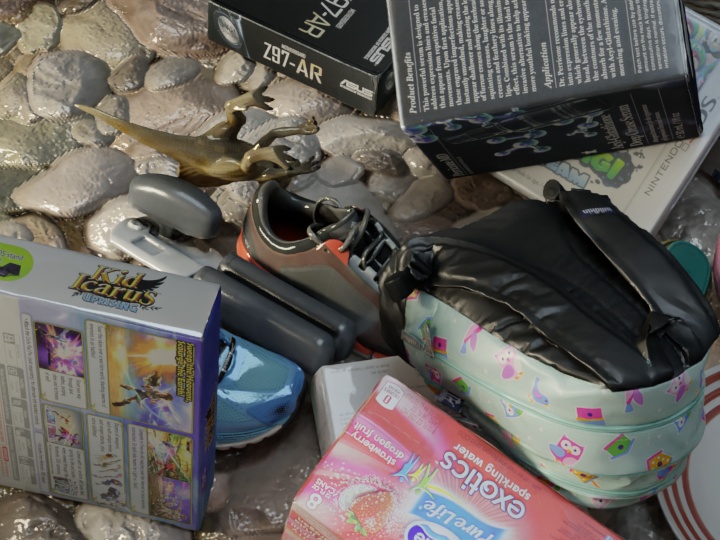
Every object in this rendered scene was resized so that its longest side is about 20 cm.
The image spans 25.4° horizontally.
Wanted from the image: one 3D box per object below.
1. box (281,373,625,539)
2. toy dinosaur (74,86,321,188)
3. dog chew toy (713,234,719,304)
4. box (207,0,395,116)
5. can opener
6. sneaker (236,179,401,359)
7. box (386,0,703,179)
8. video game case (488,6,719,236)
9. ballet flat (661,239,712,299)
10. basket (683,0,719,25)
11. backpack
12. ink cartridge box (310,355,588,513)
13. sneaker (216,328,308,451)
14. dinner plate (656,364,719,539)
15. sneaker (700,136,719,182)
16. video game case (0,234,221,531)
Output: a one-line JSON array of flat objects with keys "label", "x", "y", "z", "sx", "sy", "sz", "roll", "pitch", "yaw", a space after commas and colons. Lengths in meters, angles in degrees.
[{"label": "box", "x": 0.062, "y": 0.169, "z": 0.943, "sx": 0.199, "sy": 0.095, "sz": 0.103, "roll": 34, "pitch": 65, "yaw": 8}, {"label": "toy dinosaur", "x": -0.094, "y": -0.082, "z": 1.114, "sx": 0.199, "sy": 0.101, "sz": 0.059, "roll": 16, "pitch": 59, "yaw": -47}, {"label": "dog chew toy", "x": 0.347, "y": 0.013, "z": 1.110, "sx": 0.198, "sy": 0.125, "sz": 0.125, "roll": 19, "pitch": 50, "yaw": -14}, {"label": "box", "x": -0.008, "y": -0.231, "z": 1.313, "sx": 0.159, "sy": 0.044, "sz": 0.200, "roll": 26, "pitch": 53, "yaw": 15}, {"label": "can opener", "x": -0.089, "y": -0.003, "z": 1.100, "sx": 0.199, "sy": 0.067, "sz": 0.053, "roll": 28, "pitch": 34, "yaw": 24}, {"label": "sneaker", "x": 0.000, "y": 0.000, "z": 1.106, "sx": 0.198, "sy": 0.082, "sz": 0.077, "roll": 24, "pitch": 53, "yaw": 13}, {"label": "box", "x": 0.133, "y": -0.147, "z": 1.132, "sx": 0.198, "sy": 0.148, "sz": 0.108, "roll": -9, "pitch": 77, "yaw": 15}, {"label": "video game case", "x": 0.174, "y": -0.134, "z": 1.209, "sx": 0.199, "sy": 0.024, "sz": 0.183, "roll": 33, "pitch": 89, "yaw": 20}, {"label": "ballet flat", "x": 0.186, "y": 0.065, "z": 1.086, "sx": 0.070, "sy": 0.071, "sz": 0.201, "roll": 21, "pitch": 55, "yaw": 11}, {"label": "basket", "x": 0.310, "y": -0.270, "z": 1.303, "sx": 0.196, "sy": 0.162, "sz": 0.201, "roll": 14, "pitch": 52, "yaw": 5}, {"label": "backpack", "x": 0.124, "y": 0.046, "z": 0.968, "sx": 0.166, "sy": 0.128, "sz": 0.200, "roll": -26, "pitch": 41, "yaw": -27}, {"label": "ink cartridge box", "x": 0.063, "y": 0.150, "z": 1.030, "sx": 0.159, "sy": 0.050, "sz": 0.202, "roll": -7, "pitch": 69, "yaw": -11}, {"label": "sneaker", "x": -0.130, "y": 0.053, "z": 1.045, "sx": 0.198, "sy": 0.090, "sz": 0.079, "roll": 16, "pitch": 51, "yaw": 2}, {"label": "dinner plate", "x": 0.288, "y": 0.145, "z": 1.060, "sx": 0.198, "sy": 0.024, "sz": 0.202, "roll": 3, "pitch": 52, "yaw": -3}, {"label": "sneaker", "x": 0.327, "y": -0.104, "z": 1.234, "sx": 0.114, "sy": 0.081, "sz": 0.200, "roll": -22, "pitch": 64, "yaw": -26}, {"label": "video game case", "x": -0.175, "y": 0.067, "z": 0.959, "sx": 0.179, "sy": 0.201, "sz": 0.046, "roll": 13, "pitch": 49, "yaw": 4}]
